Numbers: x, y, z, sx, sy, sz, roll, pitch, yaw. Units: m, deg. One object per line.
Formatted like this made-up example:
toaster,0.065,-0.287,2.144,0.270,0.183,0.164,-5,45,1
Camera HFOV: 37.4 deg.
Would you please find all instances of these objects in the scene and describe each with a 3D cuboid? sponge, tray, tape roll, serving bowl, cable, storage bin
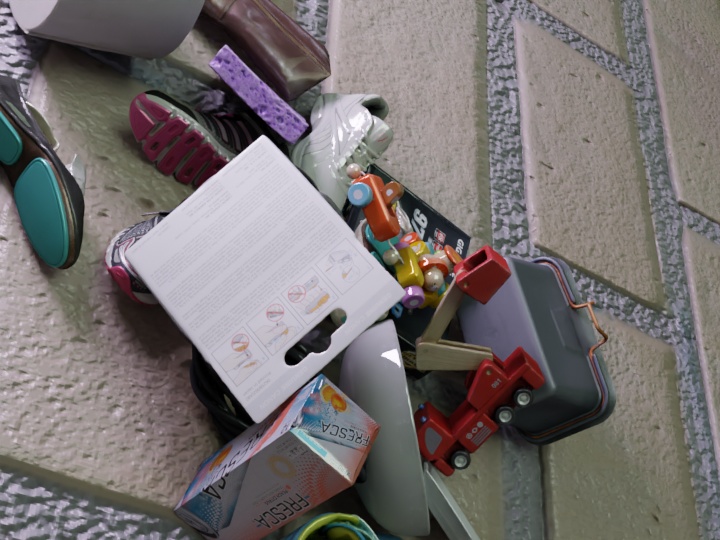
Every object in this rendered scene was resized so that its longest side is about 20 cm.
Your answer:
sponge,-0.104,-0.182,1.109,0.111,0.030,0.200,43,3,-9
tray,0.113,0.280,1.050,0.201,0.022,0.107,56,1,5
tape roll,-0.245,-0.321,1.041,0.138,0.202,0.205,4,60,-38
serving bowl,0.016,0.150,0.992,0.065,0.201,0.202,-10,63,0
cable,-0.076,0.115,0.922,0.051,0.163,0.201,-36,93,-35
storage bin,0.185,0.077,1.160,0.134,0.144,0.202,17,51,-58

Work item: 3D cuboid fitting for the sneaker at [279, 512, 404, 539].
sneaker,-0.002,0.253,0.919,0.198,0.130,0.080,0,62,-42

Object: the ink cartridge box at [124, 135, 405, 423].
ink cartridge box,-0.080,0.008,0.888,0.162,0.057,0.200,-40,70,-6

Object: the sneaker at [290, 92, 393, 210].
sneaker,-0.014,-0.134,1.178,0.078,0.098,0.202,55,34,-42

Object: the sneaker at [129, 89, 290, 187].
sneaker,-0.148,-0.134,1.097,0.199,0.074,0.088,29,45,-28

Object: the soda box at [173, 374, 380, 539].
soda box,-0.071,0.163,0.866,0.068,0.200,0.064,41,44,-9

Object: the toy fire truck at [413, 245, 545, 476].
toy fire truck,0.103,0.092,1.051,0.141,0.200,0.049,41,13,-12

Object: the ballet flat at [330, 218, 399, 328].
ballet flat,0.000,0.000,1.066,0.068,0.062,0.200,57,16,-13

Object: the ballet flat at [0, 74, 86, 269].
ballet flat,-0.287,-0.096,0.956,0.068,0.068,0.201,-19,77,-55

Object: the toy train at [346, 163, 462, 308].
toy train,0.055,-0.036,1.083,0.152,0.055,0.200,69,15,12

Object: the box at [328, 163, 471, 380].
box,0.036,-0.002,1.184,0.158,0.046,0.201,36,45,-17

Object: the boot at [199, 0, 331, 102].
boot,-0.095,-0.302,1.241,0.199,0.064,0.187,39,56,1

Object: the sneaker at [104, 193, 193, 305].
sneaker,-0.162,-0.037,1.016,0.081,0.075,0.200,52,43,0

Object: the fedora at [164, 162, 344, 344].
fedora,-0.083,-0.010,0.990,0.199,0.090,0.179,-38,123,-34
